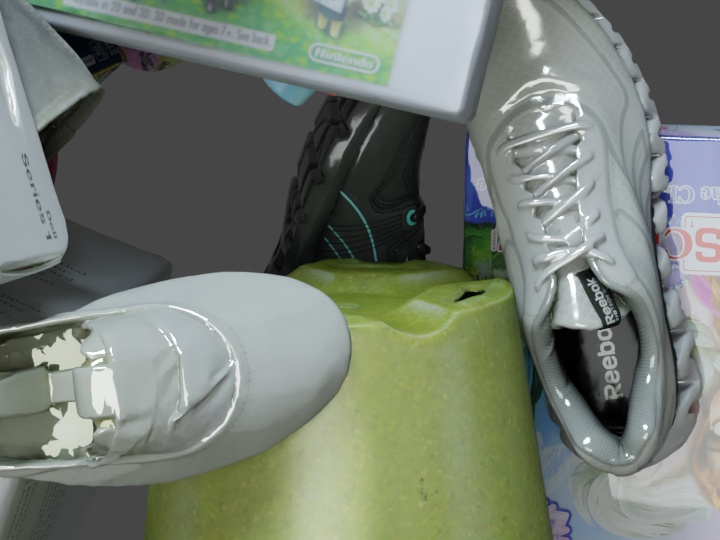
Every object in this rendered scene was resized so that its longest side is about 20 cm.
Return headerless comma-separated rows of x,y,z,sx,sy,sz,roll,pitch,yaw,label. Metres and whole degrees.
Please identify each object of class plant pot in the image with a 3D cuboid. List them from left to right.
-0.006,0.095,1.007,0.199,0.200,0.185,-1,100,10,plant pot

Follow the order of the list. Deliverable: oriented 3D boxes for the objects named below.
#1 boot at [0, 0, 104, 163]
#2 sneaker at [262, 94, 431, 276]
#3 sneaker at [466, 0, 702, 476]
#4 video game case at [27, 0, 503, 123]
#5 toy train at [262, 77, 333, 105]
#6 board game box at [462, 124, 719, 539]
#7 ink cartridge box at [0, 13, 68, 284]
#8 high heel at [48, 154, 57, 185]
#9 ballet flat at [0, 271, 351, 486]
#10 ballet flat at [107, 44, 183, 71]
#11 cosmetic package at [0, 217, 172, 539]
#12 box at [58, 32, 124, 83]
-0.213,-0.085,0.984,0.182,0.073,0.200,-38,95,26,boot
0.000,0.000,1.097,0.079,0.075,0.201,19,109,-8,sneaker
0.083,-0.017,1.025,0.075,0.081,0.201,-16,94,14,sneaker
-0.032,-0.162,0.966,0.199,0.022,0.183,14,89,18,video game case
0.044,-0.143,1.022,0.056,0.150,0.200,38,105,-19,toy train
0.139,0.042,1.086,0.199,0.041,0.201,2,100,10,board game box
-0.218,-0.040,0.908,0.199,0.084,0.147,-18,91,10,ink cartridge box
-0.212,-0.053,1.038,0.199,0.067,0.097,0,80,19,high heel
-0.103,0.043,0.910,0.199,0.069,0.070,-7,99,10,ballet flat
-0.046,-0.162,1.067,0.069,0.071,0.200,41,104,0,ballet flat
-0.192,0.056,1.064,0.164,0.200,0.165,22,102,4,cosmetic package
-0.189,-0.138,1.091,0.070,0.064,0.200,-38,90,26,box
